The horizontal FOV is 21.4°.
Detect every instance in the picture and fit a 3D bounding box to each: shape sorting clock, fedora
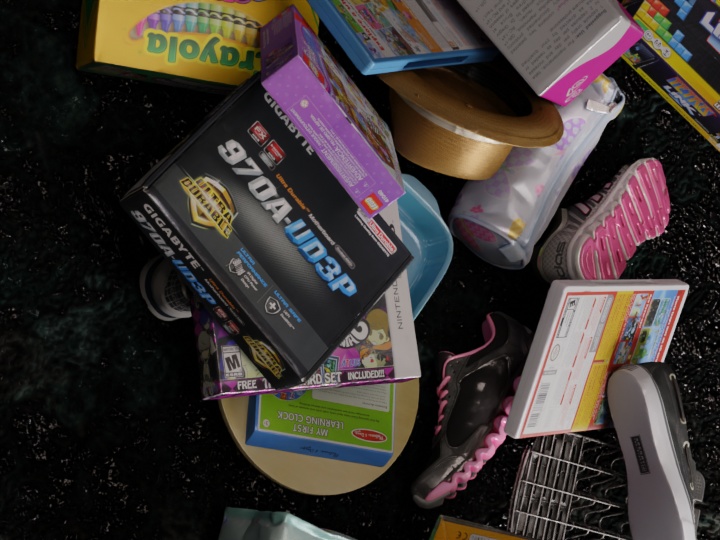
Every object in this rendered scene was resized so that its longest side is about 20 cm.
[{"bbox_3d":[-0.036,0.093,1.635,0.199,0.039,0.201,10,71,-30],"label":"shape sorting clock"},{"bbox_3d":[0.078,-0.136,1.659,0.199,0.201,0.082,12,116,-24],"label":"fedora"}]

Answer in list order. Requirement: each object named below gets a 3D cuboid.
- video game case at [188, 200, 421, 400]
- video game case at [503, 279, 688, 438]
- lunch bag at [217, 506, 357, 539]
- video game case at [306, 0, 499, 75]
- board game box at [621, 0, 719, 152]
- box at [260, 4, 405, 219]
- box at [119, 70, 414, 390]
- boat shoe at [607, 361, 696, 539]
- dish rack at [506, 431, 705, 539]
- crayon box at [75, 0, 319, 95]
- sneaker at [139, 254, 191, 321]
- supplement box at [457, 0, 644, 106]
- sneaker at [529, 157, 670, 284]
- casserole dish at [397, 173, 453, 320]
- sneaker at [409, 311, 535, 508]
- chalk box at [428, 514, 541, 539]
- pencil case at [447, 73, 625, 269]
[{"bbox_3d":[-0.049,0.008,1.554,0.199,0.036,0.183,-2,80,-35],"label":"video game case"},{"bbox_3d":[0.212,0.076,1.693,0.199,0.017,0.144,0,112,-49],"label":"video game case"},{"bbox_3d":[-0.032,0.304,1.576,0.199,0.122,0.171,26,72,-30],"label":"lunch bag"},{"bbox_3d":[0.024,-0.231,1.627,0.200,0.018,0.143,-14,64,-53],"label":"video game case"},{"bbox_3d":[0.352,-0.227,1.840,0.200,0.057,0.166,40,71,-17],"label":"board game box"},{"bbox_3d":[-0.025,-0.131,1.523,0.039,0.200,0.137,-36,107,9],"label":"box"},{"bbox_3d":[-0.071,-0.031,1.497,0.200,0.046,0.159,51,56,-12],"label":"box"},{"bbox_3d":[0.273,0.178,1.701,0.056,0.068,0.201,-13,93,-36],"label":"boat shoe"},{"bbox_3d":[0.220,0.229,1.738,0.199,0.054,0.154,18,76,-21],"label":"dish rack"},{"bbox_3d":[-0.132,-0.241,1.610,0.199,0.058,0.174,7,82,-25],"label":"crayon box"},{"bbox_3d":[-0.092,-0.026,1.599,0.200,0.080,0.077,-42,101,-24],"label":"sneaker"},{"bbox_3d":[0.141,-0.253,1.659,0.103,0.101,0.200,-43,75,14],"label":"supplement box"},{"bbox_3d":[0.217,-0.044,1.752,0.200,0.087,0.074,-46,121,-44],"label":"sneaker"},{"bbox_3d":[0.000,0.000,1.639,0.121,0.039,0.200,44,58,-14],"label":"casserole dish"},{"bbox_3d":[0.094,0.119,1.687,0.095,0.079,0.200,38,68,4],"label":"sneaker"},{"bbox_3d":[0.123,0.317,1.616,0.124,0.124,0.200,-65,150,-26],"label":"chalk box"},{"bbox_3d":[0.160,-0.098,1.719,0.201,0.090,0.083,-56,148,-17],"label":"pencil case"}]
